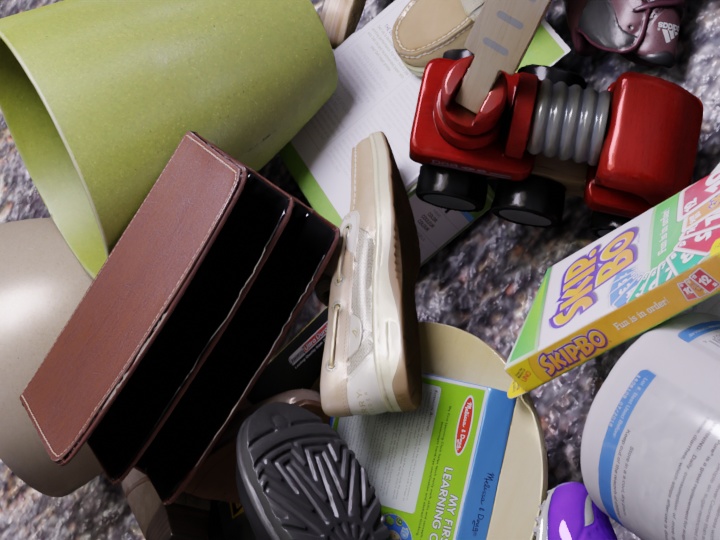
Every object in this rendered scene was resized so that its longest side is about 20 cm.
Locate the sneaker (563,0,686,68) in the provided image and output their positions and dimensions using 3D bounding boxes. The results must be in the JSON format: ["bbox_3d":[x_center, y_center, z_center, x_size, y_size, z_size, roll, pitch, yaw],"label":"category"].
[{"bbox_3d":[0.213,-0.193,1.277,0.199,0.075,0.117,-24,60,41],"label":"sneaker"}]

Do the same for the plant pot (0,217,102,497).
[{"bbox_3d":[-0.199,0.041,1.417,0.134,0.200,0.202,-27,53,11],"label":"plant pot"}]

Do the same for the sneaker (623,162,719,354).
[{"bbox_3d":[0.208,-0.008,1.182,0.073,0.071,0.201,30,89,43],"label":"sneaker"}]

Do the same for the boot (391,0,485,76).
[{"bbox_3d":[0.068,-0.215,1.252,0.199,0.154,0.073,-35,54,24],"label":"boot"}]

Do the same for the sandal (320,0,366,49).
[{"bbox_3d":[0.034,-0.237,1.445,0.069,0.078,0.213,18,58,6],"label":"sandal"}]

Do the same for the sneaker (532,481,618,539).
[{"bbox_3d":[0.166,0.207,1.119,0.099,0.069,0.202,-26,63,26],"label":"sneaker"}]

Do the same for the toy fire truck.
[{"bbox_3d":[0.121,-0.106,1.179,0.174,0.200,0.130,12,81,4],"label":"toy fire truck"}]

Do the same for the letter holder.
[{"bbox_3d":[-0.101,0.036,1.186,0.201,0.100,0.142,-57,22,1],"label":"letter holder"}]

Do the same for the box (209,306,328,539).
[{"bbox_3d":[-0.036,0.138,1.327,0.200,0.049,0.160,-43,51,14],"label":"box"}]

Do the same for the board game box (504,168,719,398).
[{"bbox_3d":[0.158,0.003,1.131,0.200,0.030,0.096,-36,18,43],"label":"board game box"}]

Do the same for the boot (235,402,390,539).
[{"bbox_3d":[-0.049,0.202,1.197,0.158,0.079,0.213,-36,75,42],"label":"boot"}]

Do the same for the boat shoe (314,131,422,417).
[{"bbox_3d":[0.000,0.000,1.228,0.064,0.072,0.202,-10,56,12],"label":"boat shoe"}]

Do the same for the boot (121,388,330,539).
[{"bbox_3d":[-0.096,0.096,1.297,0.200,0.070,0.147,-44,37,28],"label":"boot"}]

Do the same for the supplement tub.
[{"bbox_3d":[0.227,0.119,1.066,0.200,0.132,0.133,35,92,43],"label":"supplement tub"}]

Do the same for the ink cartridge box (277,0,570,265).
[{"bbox_3d":[0.047,-0.108,1.361,0.200,0.076,0.148,-39,49,6],"label":"ink cartridge box"}]

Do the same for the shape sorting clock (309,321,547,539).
[{"bbox_3d":[0.030,0.132,1.221,0.199,0.039,0.202,-13,70,38],"label":"shape sorting clock"}]

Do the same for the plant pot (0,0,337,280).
[{"bbox_3d":[-0.121,-0.116,1.316,0.199,0.188,0.187,-27,46,-16],"label":"plant pot"}]
